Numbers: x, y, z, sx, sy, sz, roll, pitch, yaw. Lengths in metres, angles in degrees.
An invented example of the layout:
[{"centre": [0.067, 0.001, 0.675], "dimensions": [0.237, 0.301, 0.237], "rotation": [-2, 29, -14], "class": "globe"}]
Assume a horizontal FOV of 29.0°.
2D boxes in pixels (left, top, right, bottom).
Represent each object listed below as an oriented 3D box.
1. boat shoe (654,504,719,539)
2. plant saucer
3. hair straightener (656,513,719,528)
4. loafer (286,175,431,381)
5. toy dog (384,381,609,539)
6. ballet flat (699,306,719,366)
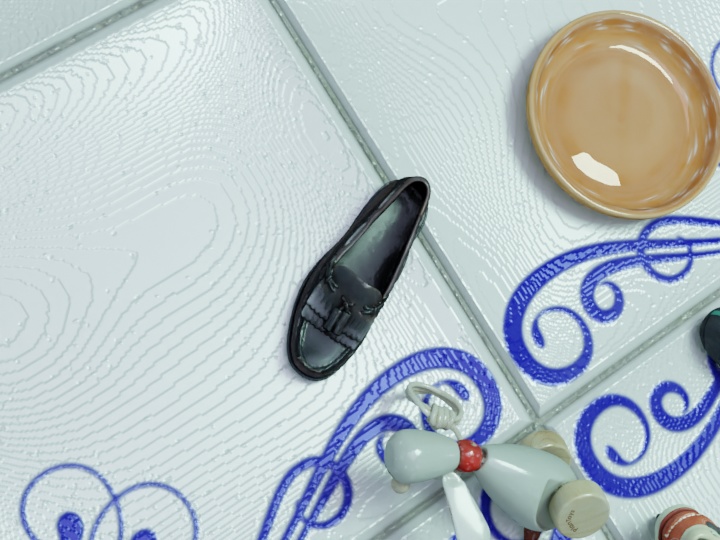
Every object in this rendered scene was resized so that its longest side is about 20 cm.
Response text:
[{"centre": [0.314, 0.292, 1.186], "dimensions": [0.071, 0.063, 0.202], "rotation": [-30, 104, -6], "class": "boat shoe"}, {"centre": [0.245, -0.143, 1.304], "dimensions": [0.197, 0.037, 0.203], "rotation": [3, 76, -13], "class": "plant saucer"}, {"centre": [0.357, 0.239, 1.241], "dimensions": [0.197, 0.041, 0.078], "rotation": [12, 74, -6], "class": "hair straightener"}, {"centre": [0.000, 0.000, 1.193], "dimensions": [0.071, 0.063, 0.201], "rotation": [33, 72, -5], "class": "loafer"}, {"centre": [0.105, 0.186, 1.165], "dimensions": [0.198, 0.132, 0.097], "rotation": [21, 112, -5], "class": "toy dog"}, {"centre": [0.393, 0.108, 1.269], "dimensions": [0.200, 0.073, 0.073], "rotation": [44, 71, -2], "class": "ballet flat"}]
